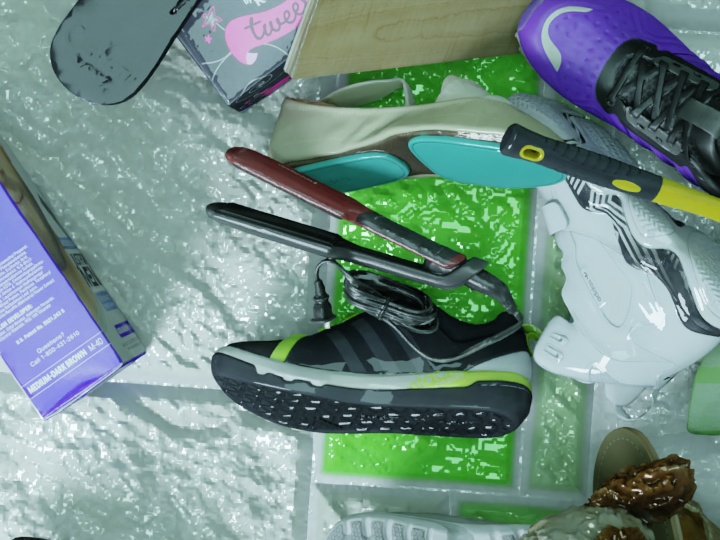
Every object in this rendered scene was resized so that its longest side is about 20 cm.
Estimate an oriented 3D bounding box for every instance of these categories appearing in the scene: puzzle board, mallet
[{"bbox_3d":[0.059,-0.179,1.240,0.017,0.199,0.151,52,137,33],"label":"puzzle board"},{"bbox_3d":[0.175,-0.050,1.220,0.199,0.041,0.066,23,126,-22],"label":"mallet"}]

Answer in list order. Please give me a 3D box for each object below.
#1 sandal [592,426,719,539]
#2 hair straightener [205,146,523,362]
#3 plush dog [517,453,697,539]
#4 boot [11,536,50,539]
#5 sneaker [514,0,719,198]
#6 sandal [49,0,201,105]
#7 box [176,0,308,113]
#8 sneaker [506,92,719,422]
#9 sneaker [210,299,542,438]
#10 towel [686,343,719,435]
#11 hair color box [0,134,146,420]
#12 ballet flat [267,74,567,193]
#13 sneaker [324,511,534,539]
[{"bbox_3d":[0.198,0.187,1.329,0.069,0.078,0.213,-16,99,-29],"label":"sandal"},{"bbox_3d":[0.000,0.000,1.298,0.199,0.041,0.077,24,103,0],"label":"hair straightener"},{"bbox_3d":[0.155,0.203,1.228,0.172,0.160,0.200,45,66,1],"label":"plush dog"},{"bbox_3d":[-0.170,0.284,1.339,0.186,0.064,0.201,29,97,3],"label":"boot"},{"bbox_3d":[0.183,-0.097,1.276,0.200,0.100,0.070,33,96,-11],"label":"sneaker"},{"bbox_3d":[-0.102,-0.180,1.213,0.076,0.043,0.201,27,94,1],"label":"sandal"},{"bbox_3d":[-0.032,-0.201,1.288,0.200,0.115,0.132,-37,90,3],"label":"box"},{"bbox_3d":[0.131,-0.007,1.304,0.200,0.075,0.115,47,113,20],"label":"sneaker"},{"bbox_3d":[0.011,0.051,1.331,0.199,0.072,0.083,5,66,1],"label":"sneaker"},{"bbox_3d":[0.275,0.021,1.235,0.031,0.200,0.150,39,59,-32],"label":"towel"},{"bbox_3d":[-0.210,-0.015,1.303,0.065,0.109,0.200,-36,91,2],"label":"hair color box"},{"bbox_3d":[0.035,-0.084,1.292,0.199,0.069,0.070,-1,92,27],"label":"ballet flat"},{"bbox_3d":[0.078,0.174,1.312,0.199,0.082,0.075,15,96,1],"label":"sneaker"}]
